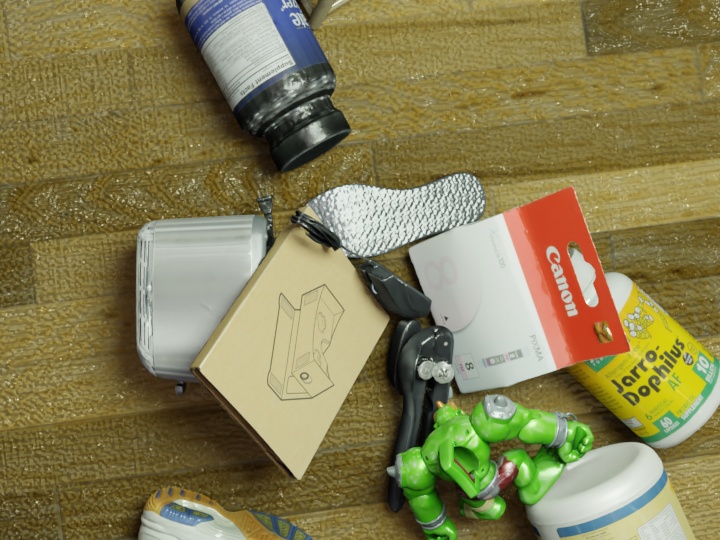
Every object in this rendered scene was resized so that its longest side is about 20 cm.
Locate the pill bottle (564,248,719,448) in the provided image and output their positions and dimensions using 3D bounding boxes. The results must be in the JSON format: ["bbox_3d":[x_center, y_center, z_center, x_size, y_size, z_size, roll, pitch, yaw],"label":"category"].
[{"bbox_3d":[0.263,0.075,0.922,0.200,0.113,0.113,42,86,-1],"label":"pill bottle"}]

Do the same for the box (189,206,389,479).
[{"bbox_3d":[-0.058,0.068,0.866,0.164,0.021,0.201,53,52,-31],"label":"box"}]

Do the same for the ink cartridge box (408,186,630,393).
[{"bbox_3d":[0.145,0.026,0.880,0.056,0.199,0.165,-19,89,-33],"label":"ink cartridge box"}]

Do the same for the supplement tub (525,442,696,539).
[{"bbox_3d":[0.264,0.291,0.899,0.143,0.145,0.203,-24,90,-4],"label":"supplement tub"}]

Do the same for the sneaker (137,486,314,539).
[{"bbox_3d":[-0.130,0.292,0.919,0.197,0.075,0.089,19,99,4],"label":"sneaker"}]

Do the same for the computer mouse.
[{"bbox_3d":[0.000,0.000,0.882,0.199,0.059,0.034,35,91,-36],"label":"computer mouse"}]

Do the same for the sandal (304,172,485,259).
[{"bbox_3d":[0.035,-0.055,0.951,0.197,0.043,0.078,-7,90,-15],"label":"sandal"}]

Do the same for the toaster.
[{"bbox_3d":[-0.150,0.021,0.898,0.127,0.114,0.204,0,90,-1],"label":"toaster"}]

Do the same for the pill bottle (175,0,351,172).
[{"bbox_3d":[-0.093,-0.207,0.909,0.111,0.112,0.202,-29,91,-4],"label":"pill bottle"}]

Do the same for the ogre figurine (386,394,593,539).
[{"bbox_3d":[0.116,0.187,0.878,0.120,0.198,0.099,42,42,-27],"label":"ogre figurine"}]

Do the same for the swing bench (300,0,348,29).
[{"bbox_3d":[-0.044,-0.375,0.873,0.129,0.200,0.201,-32,90,-4],"label":"swing bench"}]

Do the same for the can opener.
[{"bbox_3d":[0.063,0.152,0.934,0.062,0.079,0.204,1,97,-13],"label":"can opener"}]
